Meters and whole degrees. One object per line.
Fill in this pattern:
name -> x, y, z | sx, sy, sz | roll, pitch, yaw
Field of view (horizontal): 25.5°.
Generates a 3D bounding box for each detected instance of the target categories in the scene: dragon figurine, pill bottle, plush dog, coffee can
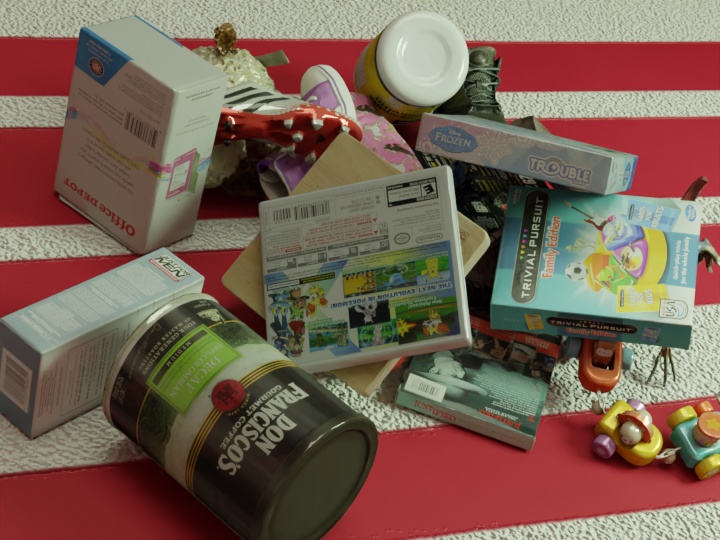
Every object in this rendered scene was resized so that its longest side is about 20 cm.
dragon figurine -> 0.103, -0.082, 1.695 | 0.099, 0.059, 0.200 | -35, 8, -7
pill bottle -> 0.053, -0.237, 1.913 | 0.111, 0.113, 0.200 | 8, -6, -11
plush dog -> -0.169, -0.166, 1.790 | 0.198, 0.161, 0.173 | 13, 59, -2
coffee can -> -0.105, 0.134, 1.375 | 0.199, 0.147, 0.146 | 35, 39, 27

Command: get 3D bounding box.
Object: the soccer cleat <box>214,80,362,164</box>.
soccer cleat -> -0.095, -0.167, 1.718 | 0.198, 0.069, 0.086 | 3, 45, -10

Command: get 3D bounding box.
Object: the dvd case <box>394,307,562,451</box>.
dvd case -> 0.126, 0.095, 1.629 | 0.145, 0.022, 0.200 | 19, 33, 4

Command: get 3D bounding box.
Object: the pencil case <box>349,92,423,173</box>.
pencil case -> 0.012, -0.124, 1.836 | 0.086, 0.083, 0.201 | -7, 41, -24

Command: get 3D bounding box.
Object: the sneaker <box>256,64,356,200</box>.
sneaker -> -0.064, -0.144, 1.775 | 0.113, 0.073, 0.202 | 3, 63, -29

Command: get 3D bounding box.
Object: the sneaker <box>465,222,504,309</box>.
sneaker -> 0.140, 0.022, 1.660 | 0.199, 0.076, 0.116 | -26, 67, -31

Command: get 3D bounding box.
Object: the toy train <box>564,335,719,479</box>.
toy train -> 0.299, 0.124, 1.585 | 0.198, 0.056, 0.151 | 16, 57, -2

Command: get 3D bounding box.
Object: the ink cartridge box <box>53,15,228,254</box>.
ink cartridge box -> -0.233, -0.141, 1.663 | 0.144, 0.202, 0.084 | 34, 35, 25

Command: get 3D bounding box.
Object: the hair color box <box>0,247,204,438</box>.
hair color box -> -0.239, 0.063, 1.461 | 0.060, 0.100, 0.199 | 34, 39, 27

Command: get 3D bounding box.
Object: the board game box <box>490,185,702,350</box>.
board game box -> 0.239, -0.006, 1.605 | 0.198, 0.047, 0.152 | 6, 56, 10

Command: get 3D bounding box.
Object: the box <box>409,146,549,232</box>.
box -> 0.151, -0.070, 1.845 | 0.158, 0.050, 0.201 | 1, 37, -24

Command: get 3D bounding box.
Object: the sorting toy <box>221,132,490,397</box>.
sorting toy -> 0.000, 0.000, 1.593 | 0.199, 0.070, 0.199 | 36, 83, 25

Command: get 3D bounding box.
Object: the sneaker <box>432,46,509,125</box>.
sneaker -> 0.139, -0.209, 1.929 | 0.075, 0.116, 0.200 | 5, 17, -12

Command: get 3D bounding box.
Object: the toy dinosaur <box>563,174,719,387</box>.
toy dinosaur -> 0.287, 0.017, 1.688 | 0.180, 0.202, 0.105 | -25, 25, -30

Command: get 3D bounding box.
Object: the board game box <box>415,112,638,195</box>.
board game box -> 0.177, -0.122, 1.657 | 0.198, 0.044, 0.199 | 15, 8, 16

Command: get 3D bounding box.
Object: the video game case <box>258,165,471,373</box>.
video game case -> 0.002, 0.001, 1.542 | 0.198, 0.022, 0.184 | -10, 67, 12

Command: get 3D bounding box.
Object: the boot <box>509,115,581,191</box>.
boot -> 0.253, -0.084, 1.797 | 0.200, 0.064, 0.187 | 44, 5, -32
